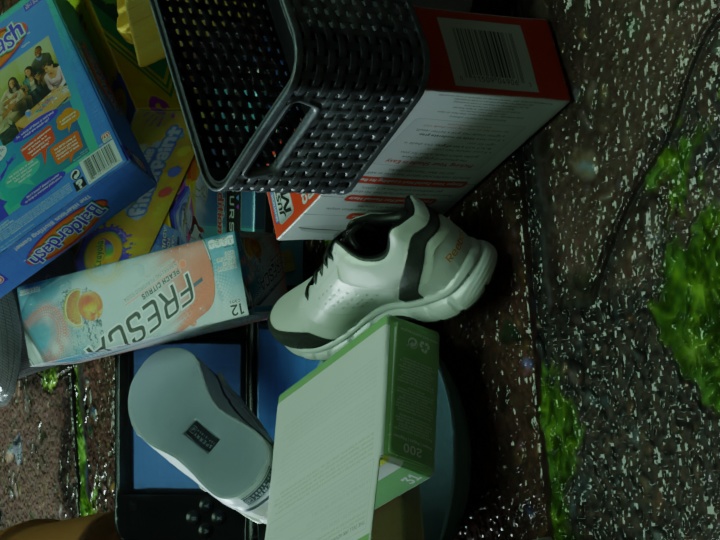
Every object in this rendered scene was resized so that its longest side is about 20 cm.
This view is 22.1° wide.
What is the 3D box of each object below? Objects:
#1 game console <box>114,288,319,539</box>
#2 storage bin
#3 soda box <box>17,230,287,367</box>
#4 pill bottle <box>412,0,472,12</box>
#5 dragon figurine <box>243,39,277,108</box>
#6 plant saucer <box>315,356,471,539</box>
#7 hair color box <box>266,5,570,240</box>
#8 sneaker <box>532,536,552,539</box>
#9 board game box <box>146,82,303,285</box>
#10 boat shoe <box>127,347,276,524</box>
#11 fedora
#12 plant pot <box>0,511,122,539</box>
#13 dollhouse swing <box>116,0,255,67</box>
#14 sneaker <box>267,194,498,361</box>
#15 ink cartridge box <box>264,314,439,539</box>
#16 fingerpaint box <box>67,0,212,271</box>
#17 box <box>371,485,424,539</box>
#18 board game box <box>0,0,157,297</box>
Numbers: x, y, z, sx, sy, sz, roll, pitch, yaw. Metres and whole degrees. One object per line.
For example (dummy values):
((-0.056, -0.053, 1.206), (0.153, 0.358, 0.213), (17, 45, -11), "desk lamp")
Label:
((-0.103, 0.114, 1.398), (0.116, 0.174, 0.202), (-168, 79, -87), "game console")
((-0.050, -0.158, 1.111), (0.135, 0.093, 0.202), (-51, 48, 46), "storage bin")
((-0.155, 0.022, 1.373), (0.198, 0.068, 0.064), (-14, 84, 25), "soda box")
((0.004, -0.242, 1.216), (0.112, 0.110, 0.201), (-55, 46, 43), "pill bottle")
((-0.039, -0.159, 1.336), (0.099, 0.058, 0.202), (-44, 54, 50), "dragon figurine")
((0.020, 0.132, 1.251), (0.199, 0.036, 0.202), (-17, 69, 56), "plant saucer")
((0.030, -0.088, 1.174), (0.200, 0.110, 0.065), (-43, 54, 50), "hair color box")
((0.079, 0.243, 1.142), (0.200, 0.073, 0.117), (127, 130, -57), "sneaker")
((-0.112, -0.069, 1.469), (0.199, 0.047, 0.153), (5, 95, 59), "board game box")
((-0.096, 0.127, 1.342), (0.075, 0.086, 0.202), (-50, 38, -6), "boat shoe")
((-0.287, 0.008, 1.497), (0.201, 0.090, 0.177), (63, 146, 27), "fedora")
((-0.230, 0.290, 1.547), (0.140, 0.199, 0.202), (-32, 62, 36), "plant pot")
((-0.141, -0.298, 1.333), (0.180, 0.176, 0.201), (-23, 47, 17), "dollhouse swing")
((0.000, 0.000, 1.221), (0.199, 0.080, 0.074), (-24, 35, 45), "sneaker")
((-0.011, 0.147, 1.177), (0.145, 0.048, 0.202), (-38, 40, 48), "ink cartridge box")
((-0.205, -0.121, 1.502), (0.168, 0.073, 0.201), (64, 142, 32), "fingerpaint box")
((-0.003, 0.249, 1.156), (0.164, 0.021, 0.201), (-54, 25, 34), "box")
((-0.255, -0.101, 1.397), (0.151, 0.045, 0.201), (-34, 57, 9), "board game box")
